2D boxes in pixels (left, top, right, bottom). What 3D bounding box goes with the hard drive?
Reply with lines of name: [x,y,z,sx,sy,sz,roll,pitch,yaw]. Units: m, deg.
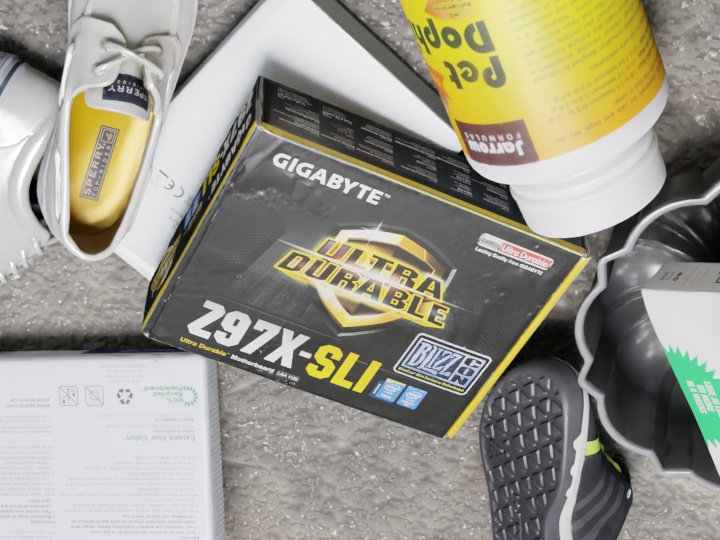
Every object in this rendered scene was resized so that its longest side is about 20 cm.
hard drive: [-0.053,-0.056,0.856,0.132,0.026,0.200,40,119,-16]

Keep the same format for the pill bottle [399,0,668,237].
pill bottle: [0.082,-0.120,0.744,0.108,0.110,0.201,-17,117,19]

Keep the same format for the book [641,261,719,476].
book: [0.242,0.056,0.725,0.199,0.048,0.134,2,128,49]

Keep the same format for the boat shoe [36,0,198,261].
boat shoe: [-0.123,-0.100,0.788,0.070,0.070,0.202,11,108,-23]

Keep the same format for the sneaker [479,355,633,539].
sneaker: [0.122,0.121,0.915,0.072,0.082,0.201,36,141,38]

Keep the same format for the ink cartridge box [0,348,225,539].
ink cartridge box: [-0.181,0.150,0.947,0.194,0.043,0.202,-1,94,10]

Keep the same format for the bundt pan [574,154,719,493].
bundt pan: [0.215,0.020,0.829,0.200,0.076,0.204,4,123,7]

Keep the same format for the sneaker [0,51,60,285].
sneaker: [-0.209,-0.024,0.872,0.070,0.073,0.201,24,122,2]

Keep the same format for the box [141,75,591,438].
box: [0.000,0.000,0.842,0.198,0.050,0.160,21,129,-19]
